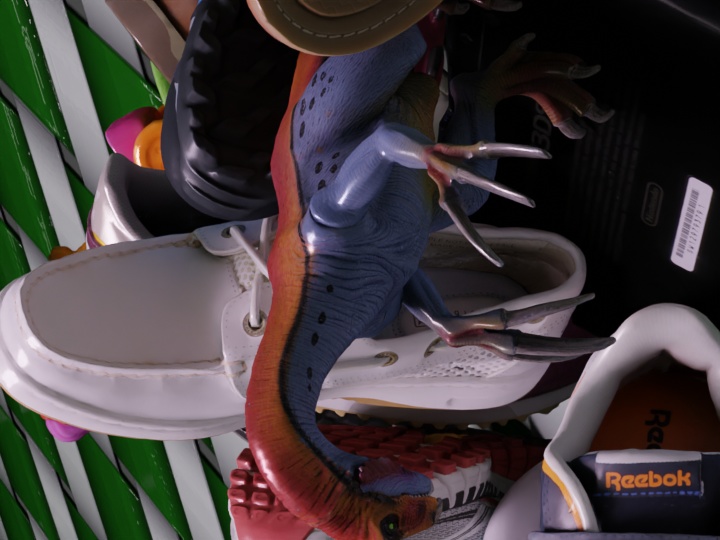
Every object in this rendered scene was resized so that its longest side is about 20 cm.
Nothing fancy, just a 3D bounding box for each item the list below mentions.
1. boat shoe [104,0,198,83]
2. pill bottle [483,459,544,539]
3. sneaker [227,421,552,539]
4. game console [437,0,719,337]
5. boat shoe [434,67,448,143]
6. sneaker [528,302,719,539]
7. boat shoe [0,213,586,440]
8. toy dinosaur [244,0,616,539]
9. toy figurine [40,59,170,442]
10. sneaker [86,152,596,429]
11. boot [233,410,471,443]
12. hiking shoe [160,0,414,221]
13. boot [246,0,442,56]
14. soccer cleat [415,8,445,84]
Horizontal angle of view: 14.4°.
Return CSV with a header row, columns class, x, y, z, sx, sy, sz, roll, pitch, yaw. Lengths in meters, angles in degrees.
class,x,y,z,sx,sy,sz,roll,pitch,yaw
boat shoe,-0.036,-0.077,1.246,0.072,0.068,0.200,51,180,31
pill bottle,0.102,0.161,1.035,0.111,0.111,0.200,54,160,40
sneaker,0.019,0.098,1.018,0.078,0.200,0.082,7,90,30
game console,0.081,-0.085,0.934,0.176,0.116,0.200,29,152,16
boat shoe,0.025,-0.051,1.129,0.200,0.073,0.062,51,-158,27
sneaker,0.088,0.104,0.882,0.079,0.078,0.200,82,-172,-61
boat shoe,-0.021,0.006,0.912,0.069,0.200,0.071,-59,42,50
toy dinosaur,0.003,-0.006,0.822,0.200,0.182,0.105,7,141,45
toy figurine,-0.116,0.013,1.353,0.200,0.184,0.150,58,-168,-10
sneaker,0.000,0.000,1.021,0.075,0.200,0.090,-86,-4,-51
boot,-0.004,0.091,1.251,0.200,0.068,0.131,33,156,6
hiking shoe,-0.025,-0.068,0.957,0.074,0.200,0.087,30,128,-6
boot,-0.019,-0.140,0.855,0.155,0.077,0.200,-14,56,54
soccer cleat,-0.024,-0.134,1.108,0.086,0.070,0.200,-41,64,57
